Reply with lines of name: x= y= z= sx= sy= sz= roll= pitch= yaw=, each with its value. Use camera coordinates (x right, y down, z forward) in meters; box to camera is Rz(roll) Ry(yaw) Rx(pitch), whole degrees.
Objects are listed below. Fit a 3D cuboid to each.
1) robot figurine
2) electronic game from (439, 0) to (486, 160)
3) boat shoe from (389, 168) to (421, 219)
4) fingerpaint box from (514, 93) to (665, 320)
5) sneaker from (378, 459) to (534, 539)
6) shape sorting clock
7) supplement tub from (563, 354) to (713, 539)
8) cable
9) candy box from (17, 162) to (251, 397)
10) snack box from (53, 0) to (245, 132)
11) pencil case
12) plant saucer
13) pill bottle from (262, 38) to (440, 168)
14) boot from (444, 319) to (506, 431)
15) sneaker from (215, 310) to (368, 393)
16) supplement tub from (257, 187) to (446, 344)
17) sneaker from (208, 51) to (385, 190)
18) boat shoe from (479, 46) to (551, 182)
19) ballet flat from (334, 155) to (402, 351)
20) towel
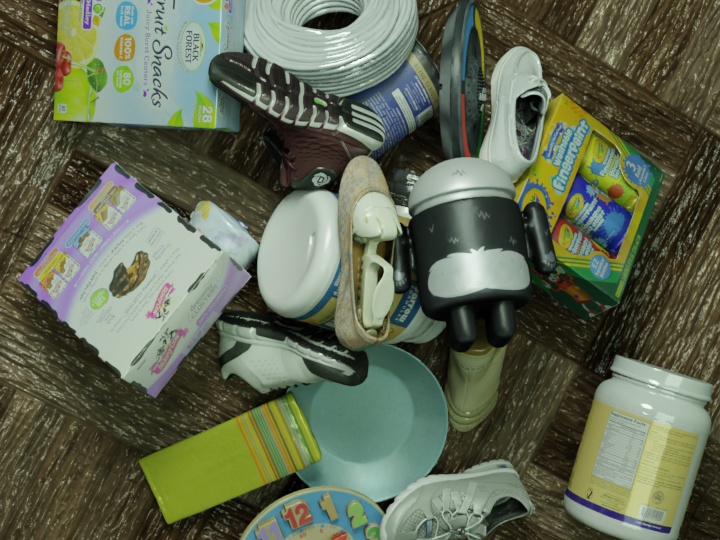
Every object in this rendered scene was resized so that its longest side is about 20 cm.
robot figurine: x=0.116 y=-0.018 z=1.393 sx=0.149 sy=0.124 sz=0.202 roll=4 pitch=72 yaw=-42
electronic game: x=0.120 y=-0.202 z=1.476 sx=0.041 sy=0.200 sz=0.203 roll=2 pitch=95 yaw=12
boat shoe: x=0.125 y=-0.075 z=1.548 sx=0.198 sy=0.074 sz=0.061 roll=10 pitch=88 yaw=-12
fingerpaint box: x=0.249 y=-0.075 z=1.532 sx=0.166 sy=0.073 sz=0.201 roll=35 pitch=59 yaw=-13
sneaker: x=0.115 y=0.283 z=1.545 sx=0.198 sy=0.082 sz=0.075 roll=-19 pitch=128 yaw=-22
shape sorting clock: x=-0.053 y=0.343 z=1.542 sx=0.198 sy=0.039 sz=0.202 roll=-5 pitch=109 yaw=-14
supplement tub: x=0.337 y=0.216 z=1.583 sx=0.144 sy=0.145 sz=0.202 roll=16 pitch=91 yaw=-14
cable: x=-0.036 y=-0.275 z=1.437 sx=0.199 sy=0.070 sz=0.200 roll=-35 pitch=57 yaw=-16
candy box: x=-0.243 y=0.008 z=1.408 sx=0.168 sy=0.200 sz=0.072 roll=-51 pitch=148 yaw=-4
snack box: x=-0.226 y=-0.238 z=1.407 sx=0.198 sy=0.068 sz=0.171 roll=4 pitch=94 yaw=18
pencil case: x=-0.199 y=0.019 z=1.474 sx=0.090 sy=0.083 sz=0.201 roll=37 pitch=86 yaw=2
plant saucer: x=0.003 y=0.174 z=1.544 sx=0.198 sy=0.039 sz=0.203 roll=-1 pitch=106 yaw=-5
pill bottle: x=-0.007 y=-0.176 z=1.486 sx=0.199 sy=0.112 sz=0.112 roll=-37 pitch=102 yaw=-8
boot: x=0.146 y=0.075 z=1.557 sx=0.072 sy=0.201 sz=0.157 roll=10 pitch=133 yaw=10
sneaker: x=-0.077 y=0.103 z=1.482 sx=0.073 sy=0.198 sz=0.081 roll=-14 pitch=114 yaw=-56
supplement tub: x=0.000 y=0.000 z=1.467 sx=0.199 sy=0.144 sz=0.146 roll=17 pitch=91 yaw=-34
sneaker: x=-0.082 y=-0.141 z=1.372 sx=0.198 sy=0.076 sz=0.116 roll=23 pitch=126 yaw=-15
boat shoe: x=0.186 y=-0.187 z=1.507 sx=0.072 sy=0.068 sz=0.201 roll=38 pitch=50 yaw=-21
ballet flat: x=0.014 y=-0.018 z=1.346 sx=0.067 sy=0.067 sz=0.203 roll=1 pitch=90 yaw=-31
towel: x=-0.149 y=0.217 z=1.516 sx=0.198 sy=0.018 sz=0.087 roll=-24 pitch=94 yaw=4
